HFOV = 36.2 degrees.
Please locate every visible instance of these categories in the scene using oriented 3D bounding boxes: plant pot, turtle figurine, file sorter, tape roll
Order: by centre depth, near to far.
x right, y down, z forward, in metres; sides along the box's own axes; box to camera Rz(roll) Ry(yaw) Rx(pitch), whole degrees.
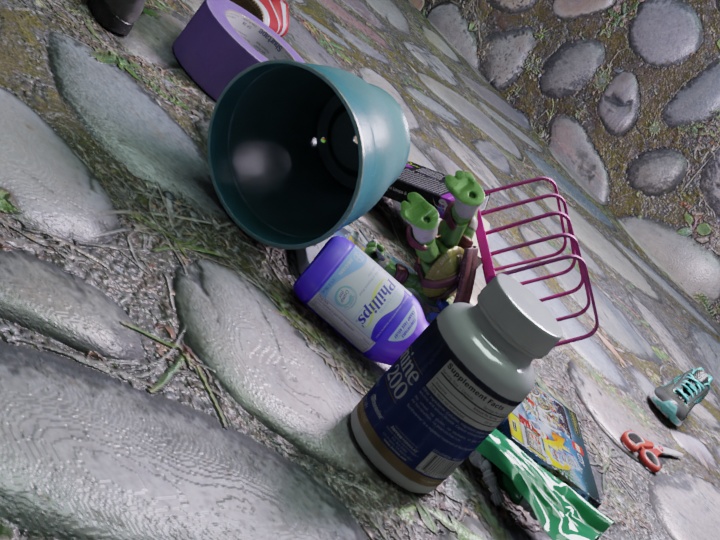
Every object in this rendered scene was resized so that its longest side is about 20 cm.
[{"bbox_3d":[-0.040,-0.139,1.251,0.200,0.200,0.187,46,28,13],"label":"plant pot"},{"bbox_3d":[0.074,-0.054,1.327,0.142,0.194,0.202,3,61,-3],"label":"turtle figurine"},{"bbox_3d":[0.218,-0.009,1.402,0.201,0.124,0.140,-94,168,-55],"label":"file sorter"},{"bbox_3d":[-0.163,-0.294,1.570,0.199,0.085,0.200,37,20,-16],"label":"tape roll"}]

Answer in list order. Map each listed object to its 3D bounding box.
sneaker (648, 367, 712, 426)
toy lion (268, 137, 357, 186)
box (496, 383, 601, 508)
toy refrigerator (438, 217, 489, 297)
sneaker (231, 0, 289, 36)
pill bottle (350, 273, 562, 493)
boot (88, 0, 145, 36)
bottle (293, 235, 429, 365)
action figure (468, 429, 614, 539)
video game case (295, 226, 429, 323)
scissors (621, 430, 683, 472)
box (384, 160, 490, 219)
[{"bbox_3d":[0.557,0.206,1.896,0.078,0.091,0.200,45,19,14],"label":"sneaker"},{"bbox_3d":[-0.089,-0.147,1.401,0.198,0.069,0.192,23,29,-15],"label":"toy lion"},{"bbox_3d":[0.209,0.195,1.309,0.136,0.038,0.200,38,19,-12],"label":"box"},{"bbox_3d":[0.138,-0.038,1.622,0.070,0.076,0.200,40,19,-5],"label":"toy refrigerator"},{"bbox_3d":[-0.200,-0.484,1.929,0.201,0.071,0.112,56,26,16],"label":"sneaker"},{"bbox_3d":[0.091,0.102,1.025,0.111,0.200,0.111,36,19,-15],"label":"pill bottle"},{"bbox_3d":[-0.319,-0.414,1.445,0.200,0.132,0.070,50,21,23],"label":"boot"},{"bbox_3d":[0.024,0.054,1.182,0.200,0.084,0.065,42,-22,-4],"label":"bottle"},{"bbox_3d":[0.162,0.217,1.145,0.200,0.055,0.118,42,19,23],"label":"action figure"},{"bbox_3d":[0.000,0.000,1.346,0.199,0.022,0.183,34,21,-24],"label":"video game case"},{"bbox_3d":[0.443,0.264,1.660,0.073,0.014,0.199,48,21,22],"label":"scissors"},{"bbox_3d":[0.078,-0.127,1.627,0.198,0.036,0.143,24,20,19],"label":"box"}]
